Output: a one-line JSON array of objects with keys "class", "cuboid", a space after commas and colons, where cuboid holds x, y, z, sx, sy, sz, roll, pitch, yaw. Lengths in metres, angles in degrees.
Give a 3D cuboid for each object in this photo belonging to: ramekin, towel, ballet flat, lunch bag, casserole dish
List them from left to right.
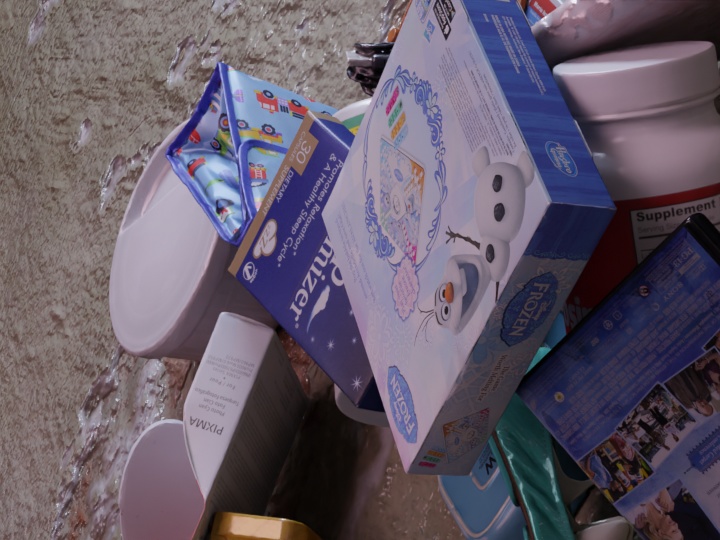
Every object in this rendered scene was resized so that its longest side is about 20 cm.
[{"class": "ramekin", "cuboid": [-0.120, -0.018, 1.614, 0.202, 0.094, 0.204, -37, 44, 47]}, {"class": "lunch bag", "cuboid": [-0.041, -0.044, 1.431, 0.094, 0.150, 0.200, -57, 32, 23]}, {"class": "casserole dish", "cuboid": [0.106, 0.093, 1.216, 0.201, 0.039, 0.121, -62, 30, 19]}, {"class": "ballet flat", "cuboid": [0.117, 0.135, 1.126, 0.070, 0.067, 0.201, -18, 80, 8]}, {"class": "towel", "cuboid": [0.186, -0.152, 1.073, 0.200, 0.190, 0.032, -34, 74, 46]}]

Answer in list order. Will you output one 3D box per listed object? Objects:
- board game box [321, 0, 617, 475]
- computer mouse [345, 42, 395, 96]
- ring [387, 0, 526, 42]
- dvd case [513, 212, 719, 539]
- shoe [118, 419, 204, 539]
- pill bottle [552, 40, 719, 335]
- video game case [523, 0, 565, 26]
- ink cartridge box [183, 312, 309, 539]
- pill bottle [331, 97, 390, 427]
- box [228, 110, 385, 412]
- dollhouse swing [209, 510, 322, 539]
[{"class": "board game box", "cuboid": [0.049, -0.031, 1.047, 0.201, 0.043, 0.200, -109, 33, -41]}, {"class": "computer mouse", "cuboid": [0.061, -0.071, 1.246, 0.053, 0.137, 0.201, 104, 167, -59]}, {"class": "ring", "cuboid": [0.064, -0.177, 1.445, 0.200, 0.019, 0.201, -46, 33, 42]}, {"class": "dvd case", "cuboid": [0.185, 0.089, 0.967, 0.200, 0.018, 0.143, 49, 124, 10]}, {"class": "shoe", "cuboid": [-0.146, 0.211, 1.496, 0.091, 0.071, 0.202, -169, 77, -84]}, {"class": "pill bottle", "cuboid": [0.157, -0.013, 1.030, 0.112, 0.112, 0.201, 12, 114, 61]}, {"class": "video game case", "cuboid": [0.105, -0.081, 1.338, 0.201, 0.017, 0.143, -61, 30, 20]}, {"class": "ink cartridge box", "cuboid": [-0.102, 0.150, 1.405, 0.160, 0.047, 0.201, 72, -141, -67]}, {"class": "pill bottle", "cuboid": [0.025, -0.004, 1.299, 0.113, 0.112, 0.201, -36, 45, 46]}, {"class": "box", "cuboid": [0.000, 0.000, 1.209, 0.200, 0.032, 0.122, 43, 112, 43]}, {"class": "dollhouse swing", "cuboid": [-0.027, 0.283, 1.339, 0.182, 0.175, 0.201, 61, -142, -72]}]
